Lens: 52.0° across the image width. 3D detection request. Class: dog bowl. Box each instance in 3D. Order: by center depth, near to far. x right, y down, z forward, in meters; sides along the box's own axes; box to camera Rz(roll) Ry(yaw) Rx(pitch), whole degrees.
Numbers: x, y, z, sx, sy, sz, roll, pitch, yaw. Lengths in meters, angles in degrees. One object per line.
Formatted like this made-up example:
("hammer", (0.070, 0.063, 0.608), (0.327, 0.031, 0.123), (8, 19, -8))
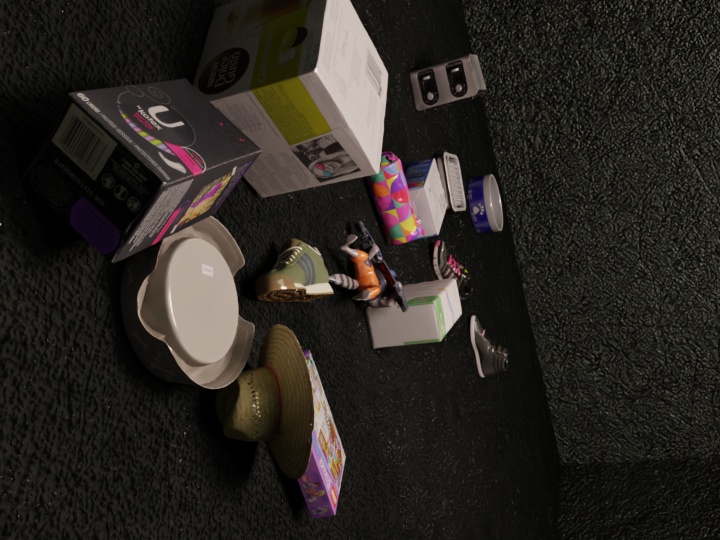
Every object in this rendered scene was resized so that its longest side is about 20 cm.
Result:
("dog bowl", (-0.195, 0.036, 0.845), (0.200, 0.058, 0.201), (-9, 90, -70))
("dog bowl", (0.435, -0.230, 2.568), (0.200, 0.078, 0.201), (-8, 90, -69))

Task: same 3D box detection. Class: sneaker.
("sneaker", (-0.105, -0.003, 1.099), (0.200, 0.067, 0.090), (9, 66, -69))
("sneaker", (0.251, 0.001, 1.980), (0.074, 0.087, 0.201), (-67, 142, -54))
("sneaker", (0.395, 0.226, 2.249), (0.071, 0.099, 0.201), (-41, 118, -64))

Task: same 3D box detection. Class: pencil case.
("pencil case", (0.071, -0.153, 1.584), (0.089, 0.088, 0.201), (-71, 145, -51))

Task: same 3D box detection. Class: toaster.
("toaster", (0.252, -0.522, 2.066), (0.200, 0.180, 0.119), (-36, 114, -66))

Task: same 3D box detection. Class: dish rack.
("dish rack", (0.263, -0.257, 2.181), (0.200, 0.043, 0.173), (-14, 94, -69))

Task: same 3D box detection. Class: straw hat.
("straw hat", (-0.132, 0.165, 0.908), (0.085, 0.201, 0.202), (-6, 86, -28))

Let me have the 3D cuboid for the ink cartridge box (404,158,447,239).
("ink cartridge box", (0.158, -0.185, 1.831), (0.200, 0.076, 0.137), (-64, 141, -54))

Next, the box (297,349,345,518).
("box", (-0.073, 0.236, 1.078), (0.137, 0.039, 0.201), (-76, 152, -68))

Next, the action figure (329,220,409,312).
("action figure", (0.000, 0.000, 1.370), (0.201, 0.104, 0.193), (62, 6, 22))

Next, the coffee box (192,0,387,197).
("coffee box", (-0.093, -0.254, 1.035), (0.200, 0.197, 0.200), (52, 36, -49))

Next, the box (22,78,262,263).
("box", (-0.209, -0.109, 0.741), (0.122, 0.106, 0.200), (43, 25, 1))

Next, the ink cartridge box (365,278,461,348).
("ink cartridge box", (0.113, 0.084, 1.505), (0.200, 0.145, 0.088), (-37, 116, -67))
